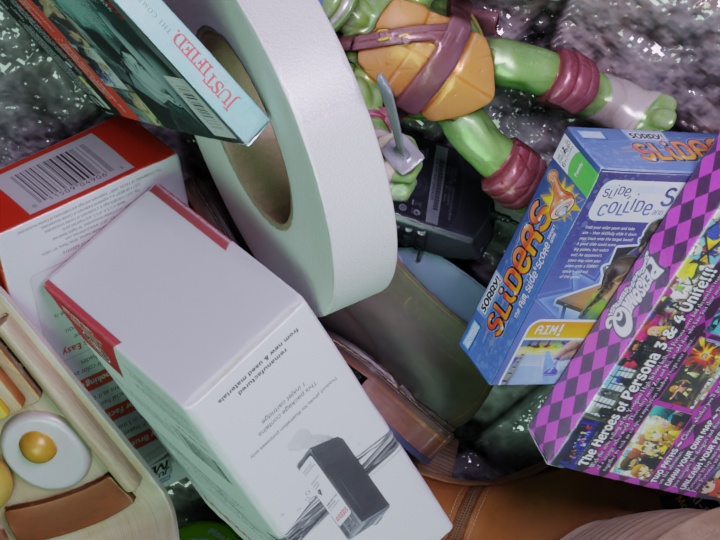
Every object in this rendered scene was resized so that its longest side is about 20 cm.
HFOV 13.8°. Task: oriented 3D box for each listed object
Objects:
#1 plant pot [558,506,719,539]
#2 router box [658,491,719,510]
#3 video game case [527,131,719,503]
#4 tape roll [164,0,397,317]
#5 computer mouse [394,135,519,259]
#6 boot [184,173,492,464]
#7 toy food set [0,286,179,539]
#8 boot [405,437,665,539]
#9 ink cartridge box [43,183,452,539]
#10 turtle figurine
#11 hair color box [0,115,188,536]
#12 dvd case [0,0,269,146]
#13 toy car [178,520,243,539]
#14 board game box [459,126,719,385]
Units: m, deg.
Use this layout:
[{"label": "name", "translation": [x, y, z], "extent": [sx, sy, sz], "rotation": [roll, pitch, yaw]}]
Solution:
[{"label": "plant pot", "translation": [0.135, 0.195, 1.536], "extent": [0.093, 0.201, 0.201], "rotation": [36, 136, 34]}, {"label": "router box", "translation": [0.279, 0.154, 1.582], "extent": [0.157, 0.052, 0.200], "rotation": [-43, 76, 30]}, {"label": "video game case", "translation": [0.206, 0.029, 1.473], "extent": [0.181, 0.036, 0.200], "rotation": [13, 121, -32]}, {"label": "tape roll", "translation": [-0.043, -0.076, 1.448], "extent": [0.037, 0.203, 0.203], "rotation": [-23, 125, -15]}, {"label": "computer mouse", "translation": [0.076, -0.020, 1.554], "extent": [0.200, 0.059, 0.034], "rotation": [20, 144, -10]}, {"label": "boot", "translation": [0.000, 0.000, 1.584], "extent": [0.097, 0.075, 0.200], "rotation": [-43, 100, 5]}, {"label": "toy food set", "translation": [-0.205, 0.103, 1.539], "extent": [0.143, 0.060, 0.200], "rotation": [-24, 119, 25]}, {"label": "boot", "translation": [0.085, 0.162, 1.615], "extent": [0.200, 0.155, 0.077], "rotation": [19, 126, -4]}, {"label": "ink cartridge box", "translation": [-0.055, 0.071, 1.529], "extent": [0.084, 0.144, 0.200], "rotation": [-42, 134, -11]}, {"label": "turtle figurine", "translation": [0.066, -0.089, 1.436], "extent": [0.194, 0.144, 0.200], "rotation": [31, 145, -25]}, {"label": "hair color box", "translation": [-0.141, 0.030, 1.584], "extent": [0.111, 0.064, 0.200], "rotation": [-26, 127, -23]}, {"label": "dvd case", "translation": [-0.132, -0.125, 1.442], "extent": [0.022, 0.200, 0.146], "rotation": [-47, 113, -11]}, {"label": "toy car", "translation": [-0.008, 0.237, 1.691], "extent": [0.199, 0.158, 0.165], "rotation": [-6, 132, 7]}, {"label": "board game box", "translation": [0.160, -0.005, 1.482], "extent": [0.200, 0.034, 0.136], "rotation": [1, 128, -37]}]
